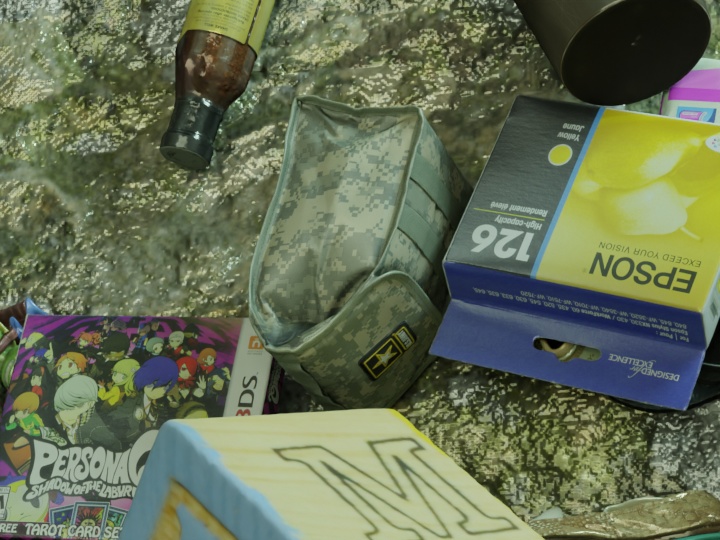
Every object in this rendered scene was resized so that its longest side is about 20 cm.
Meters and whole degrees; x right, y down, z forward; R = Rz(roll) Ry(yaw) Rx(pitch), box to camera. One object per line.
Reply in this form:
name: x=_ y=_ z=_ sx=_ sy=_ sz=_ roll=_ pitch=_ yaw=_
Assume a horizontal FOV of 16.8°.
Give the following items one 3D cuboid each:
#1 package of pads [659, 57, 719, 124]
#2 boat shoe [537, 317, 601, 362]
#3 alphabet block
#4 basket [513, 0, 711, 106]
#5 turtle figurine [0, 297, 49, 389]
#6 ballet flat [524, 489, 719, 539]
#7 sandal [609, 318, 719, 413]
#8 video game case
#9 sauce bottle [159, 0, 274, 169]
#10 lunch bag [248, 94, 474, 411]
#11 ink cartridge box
package of pads: x=0.302 y=-0.064 z=1.708 sx=0.200 sy=0.068 sz=0.155 roll=6 pitch=70 yaw=19
boat shoe: x=0.150 y=-0.017 z=1.726 sx=0.073 sy=0.063 sz=0.200 roll=-23 pitch=56 yaw=26
alphabet block: x=-0.028 y=0.216 z=1.562 sx=0.196 sy=0.200 sz=0.196 roll=42 pitch=120 yaw=39
basket: x=0.166 y=-0.227 z=1.742 sx=0.136 sy=0.180 sz=0.200 roll=-48 pitch=46 yaw=33
turtle figurine: x=-0.345 y=0.076 z=1.806 sx=0.194 sy=0.144 sz=0.200 roll=21 pitch=72 yaw=24
ballet flat: x=0.158 y=0.188 z=1.642 sx=0.200 sy=0.071 sz=0.065 roll=-6 pitch=32 yaw=-5
sandal: x=0.262 y=0.048 z=1.686 sx=0.200 sy=0.048 sz=0.075 roll=-11 pitch=64 yaw=14
video game case: x=-0.160 y=0.116 z=1.721 sx=0.200 sy=0.036 sz=0.182 roll=1 pitch=59 yaw=16
sauce bottle: x=-0.109 y=-0.177 z=1.881 sx=0.066 sy=0.066 sz=0.200 roll=11 pitch=70 yaw=20
lunch bag: x=0.000 y=0.000 z=1.720 sx=0.117 sy=0.164 sz=0.200 roll=8 pitch=71 yaw=21
ink cartridge box: x=0.162 y=-0.019 z=1.666 sx=0.197 sy=0.047 sz=0.200 roll=11 pitch=63 yaw=28
